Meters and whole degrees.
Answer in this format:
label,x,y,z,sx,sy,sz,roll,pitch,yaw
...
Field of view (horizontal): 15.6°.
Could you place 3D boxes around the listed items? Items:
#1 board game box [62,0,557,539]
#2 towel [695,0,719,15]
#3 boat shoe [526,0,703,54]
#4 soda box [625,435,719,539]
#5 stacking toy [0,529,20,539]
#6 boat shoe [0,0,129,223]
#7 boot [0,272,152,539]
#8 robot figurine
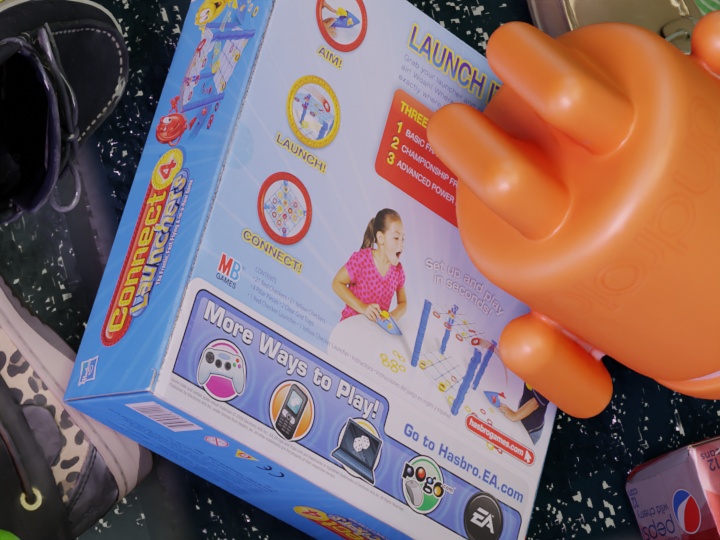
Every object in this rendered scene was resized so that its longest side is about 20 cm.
label,x,y,z,sx,sy,sz,roll,pitch,yaw
board game box,0.000,0.000,1.031,0.200,0.056,0.197,33,63,-36
towel,0.137,-0.194,1.199,0.200,0.023,0.153,35,66,-12
boat shoe,0.134,-0.075,1.133,0.072,0.065,0.201,-25,89,-10
soda box,0.217,0.089,1.135,0.199,0.063,0.070,-15,81,-26
stacking toy,-0.124,0.117,0.884,0.199,0.085,0.086,19,69,-11
boat shoe,-0.128,-0.050,0.933,0.200,0.062,0.075,-36,129,-61
boot,-0.190,0.056,0.961,0.200,0.073,0.151,46,63,-12
robot figurine,0.116,-0.020,1.027,0.200,0.116,0.145,30,63,-36
